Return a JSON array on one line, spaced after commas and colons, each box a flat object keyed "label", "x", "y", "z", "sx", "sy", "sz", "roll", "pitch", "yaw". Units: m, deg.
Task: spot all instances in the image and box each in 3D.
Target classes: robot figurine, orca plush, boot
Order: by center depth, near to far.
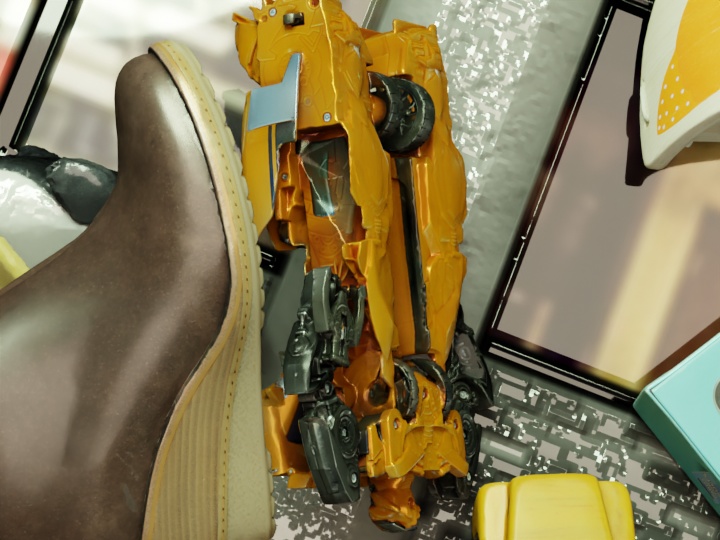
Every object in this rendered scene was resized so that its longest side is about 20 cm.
[{"label": "boot", "x": -0.120, "y": 0.025, "z": 0.911, "sx": 0.166, "sy": 0.072, "sz": 0.201, "roll": -8, "pitch": 97, "yaw": -14}, {"label": "robot figurine", "x": 0.000, "y": 0.000, "z": 0.975, "sx": 0.058, "sy": 0.145, "sz": 0.201, "roll": -7, "pitch": 83, "yaw": 29}, {"label": "orca plush", "x": -0.138, "y": -0.015, "z": 1.005, "sx": 0.199, "sy": 0.071, "sz": 0.105, "roll": -5, "pitch": 128, "yaw": 5}]

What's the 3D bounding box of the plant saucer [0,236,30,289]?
[{"label": "plant saucer", "x": -0.154, "y": 0.120, "z": 0.968, "sx": 0.200, "sy": 0.048, "sz": 0.200, "roll": -41, "pitch": 98, "yaw": -8}]

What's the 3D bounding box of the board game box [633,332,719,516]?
[{"label": "board game box", "x": 0.229, "y": 0.083, "z": 1.007, "sx": 0.151, "sy": 0.047, "sz": 0.200, "roll": -37, "pitch": 81, "yaw": -8}]

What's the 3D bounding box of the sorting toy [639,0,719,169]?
[{"label": "sorting toy", "x": 0.214, "y": -0.139, "z": 1.031, "sx": 0.199, "sy": 0.107, "sz": 0.181, "roll": 0, "pitch": 64, "yaw": -5}]

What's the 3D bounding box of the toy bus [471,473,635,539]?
[{"label": "toy bus", "x": 0.080, "y": 0.171, "z": 0.957, "sx": 0.065, "sy": 0.078, "sz": 0.201, "roll": -1, "pitch": 66, "yaw": -4}]
